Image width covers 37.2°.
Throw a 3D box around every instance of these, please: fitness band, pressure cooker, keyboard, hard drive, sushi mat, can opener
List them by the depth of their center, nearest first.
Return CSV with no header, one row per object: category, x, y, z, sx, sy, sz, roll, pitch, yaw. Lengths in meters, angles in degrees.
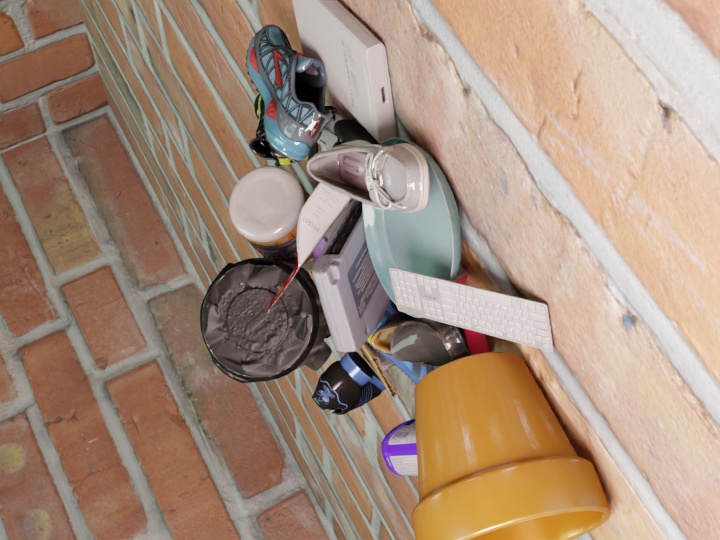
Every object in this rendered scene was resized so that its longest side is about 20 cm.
keyboard,0.111,0.038,1.110,0.199,0.011,0.057,14,135,39
hard drive,-0.022,-0.250,1.246,0.200,0.026,0.133,52,161,42
fitness band,0.091,0.028,1.278,0.200,0.037,0.145,53,162,43
can opener,-0.031,-0.159,1.329,0.200,0.066,0.054,-137,46,-56
sushi mat,-0.011,0.085,1.463,0.200,0.012,0.096,52,171,43
pressure cooker,-0.131,0.070,1.561,0.200,0.176,0.178,-7,-90,-85

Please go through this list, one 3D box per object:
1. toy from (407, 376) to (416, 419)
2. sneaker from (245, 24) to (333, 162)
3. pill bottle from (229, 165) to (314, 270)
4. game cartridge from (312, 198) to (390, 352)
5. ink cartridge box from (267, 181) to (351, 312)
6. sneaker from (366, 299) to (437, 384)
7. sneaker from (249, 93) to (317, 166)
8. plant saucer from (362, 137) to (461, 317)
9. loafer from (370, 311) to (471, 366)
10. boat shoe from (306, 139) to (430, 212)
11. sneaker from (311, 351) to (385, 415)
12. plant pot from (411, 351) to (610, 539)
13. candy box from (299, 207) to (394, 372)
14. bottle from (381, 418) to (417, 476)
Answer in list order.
toy,0.121,0.235,1.474,0.115,0.047,0.202,18,125,56
sneaker,-0.076,-0.233,1.309,0.095,0.079,0.202,-40,54,34
pill bottle,-0.116,-0.072,1.626,0.117,0.116,0.200,59,-177,22
game cartridge,0.000,0.000,1.310,0.201,0.041,0.134,-61,-33,-50
ink cartridge box,-0.074,-0.046,1.377,0.050,0.201,0.161,38,-179,-4
sneaker,0.088,0.103,1.360,0.200,0.079,0.066,40,-169,25
sneaker,-0.135,-0.212,1.599,0.200,0.082,0.072,46,156,53
plant saucer,0.059,-0.049,1.194,0.200,0.027,0.202,37,133,55
loafer,0.070,0.085,1.239,0.073,0.072,0.200,65,167,-6
boat shoe,0.010,-0.104,1.168,0.202,0.064,0.075,29,126,58
sneaker,-0.019,0.157,1.462,0.070,0.078,0.200,49,-179,15
plant pot,0.137,0.194,1.120,0.201,0.198,0.185,96,162,-63
candy box,-0.002,0.017,1.520,0.168,0.071,0.202,46,157,52
bottle,0.111,0.223,1.365,0.199,0.083,0.066,-17,100,53
